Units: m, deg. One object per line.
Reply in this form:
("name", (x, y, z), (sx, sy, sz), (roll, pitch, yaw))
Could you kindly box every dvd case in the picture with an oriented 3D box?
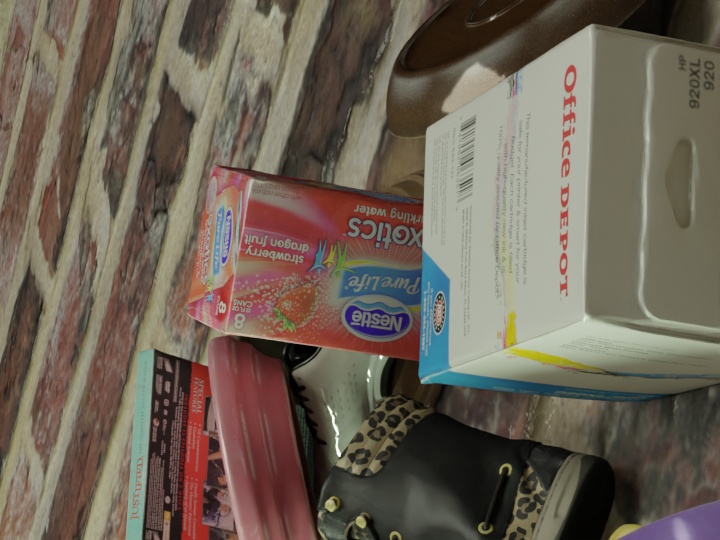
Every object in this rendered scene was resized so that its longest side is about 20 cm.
("dvd case", (-0.093, 0.150, 1.582), (0.022, 0.199, 0.147), (-13, 68, 39))

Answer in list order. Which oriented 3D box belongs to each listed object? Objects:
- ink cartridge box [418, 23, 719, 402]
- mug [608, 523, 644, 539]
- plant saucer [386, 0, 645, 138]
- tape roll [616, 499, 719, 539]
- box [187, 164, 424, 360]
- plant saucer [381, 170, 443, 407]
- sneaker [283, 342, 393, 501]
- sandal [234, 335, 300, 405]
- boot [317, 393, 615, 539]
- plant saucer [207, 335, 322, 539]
("ink cartridge box", (0.134, -0.020, 1.105), (0.200, 0.144, 0.148), (155, 120, -66))
("mug", (0.108, 0.231, 1.087), (0.153, 0.148, 0.188), (16, 103, 61))
("plant saucer", (0.092, -0.149, 1.253), (0.200, 0.032, 0.200), (-32, 19, 12))
("tape roll", (0.180, 0.161, 0.835), (0.200, 0.199, 0.085), (128, 145, -53))
("box", (0.000, 0.000, 1.374), (0.095, 0.199, 0.103), (-157, 78, -69))
("plant saucer", (0.023, 0.025, 1.549), (0.200, 0.029, 0.202), (-170, 90, -69))
("sneaker", (-0.021, 0.080, 1.485), (0.074, 0.080, 0.201), (41, 132, 52))
("sandal", (-0.053, 0.036, 1.636), (0.200, 0.080, 0.054), (-84, 8, -59))
("boot", (0.041, 0.173, 1.222), (0.150, 0.073, 0.201), (22, 80, 31))
("plant saucer", (-0.062, 0.141, 1.477), (0.201, 0.050, 0.202), (169, 90, -90))
